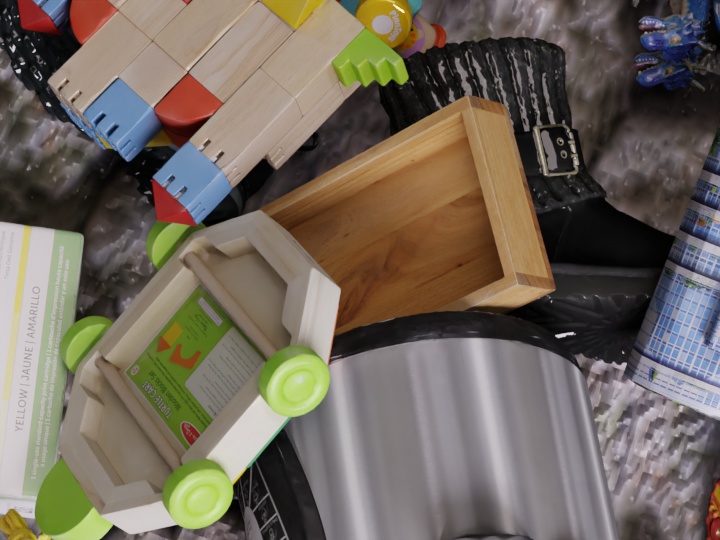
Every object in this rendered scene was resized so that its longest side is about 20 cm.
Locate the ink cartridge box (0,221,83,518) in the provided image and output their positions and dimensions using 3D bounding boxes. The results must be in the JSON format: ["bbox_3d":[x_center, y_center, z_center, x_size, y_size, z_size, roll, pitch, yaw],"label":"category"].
[{"bbox_3d":[-0.248,0.041,1.209,0.199,0.048,0.146,8,70,-9],"label":"ink cartridge box"}]

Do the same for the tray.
[{"bbox_3d":[0.000,0.000,1.196,0.037,0.200,0.099,8,62,-49],"label":"tray"}]

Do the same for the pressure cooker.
[{"bbox_3d":[0.041,0.140,1.138,0.178,0.176,0.201,-25,58,28],"label":"pressure cooker"}]

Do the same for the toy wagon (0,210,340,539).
[{"bbox_3d":[-0.095,0.064,1.144,0.200,0.155,0.040,-50,128,5],"label":"toy wagon"}]

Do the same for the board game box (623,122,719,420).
[{"bbox_3d":[0.242,0.044,1.176,0.199,0.062,0.201,20,94,-2],"label":"board game box"}]

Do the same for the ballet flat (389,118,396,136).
[{"bbox_3d":[0.058,-0.004,1.278,0.067,0.046,0.201,-8,67,-42],"label":"ballet flat"}]

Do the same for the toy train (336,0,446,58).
[{"bbox_3d":[0.035,-0.171,1.299,0.056,0.150,0.200,42,76,-19],"label":"toy train"}]

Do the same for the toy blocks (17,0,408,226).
[{"bbox_3d":[-0.093,-0.110,1.190,0.200,0.100,0.137,42,83,18],"label":"toy blocks"}]

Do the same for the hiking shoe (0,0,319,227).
[{"bbox_3d":[-0.121,-0.112,1.278,0.200,0.074,0.087,47,61,-1],"label":"hiking shoe"}]

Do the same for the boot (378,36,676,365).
[{"bbox_3d":[0.115,-0.040,1.257,0.211,0.079,0.158,6,58,-37],"label":"boot"}]

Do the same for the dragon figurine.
[{"bbox_3d":[0.224,-0.164,1.351,0.199,0.059,0.100,-17,75,-25],"label":"dragon figurine"}]

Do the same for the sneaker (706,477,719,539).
[{"bbox_3d":[0.248,0.186,1.238,0.077,0.073,0.200,-24,79,-39],"label":"sneaker"}]
